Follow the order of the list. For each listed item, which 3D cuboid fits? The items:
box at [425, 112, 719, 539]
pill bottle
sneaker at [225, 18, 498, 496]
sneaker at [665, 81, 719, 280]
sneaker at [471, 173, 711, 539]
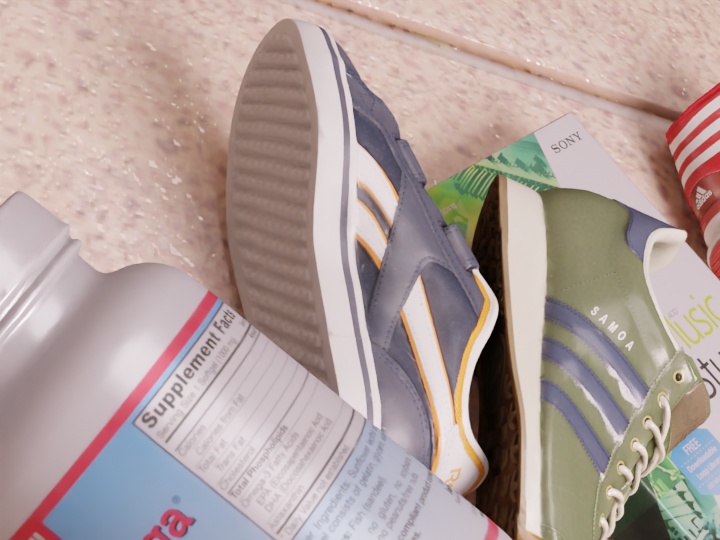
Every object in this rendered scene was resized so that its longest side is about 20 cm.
[{"bbox_3d":[0.110,0.032,0.950,0.200,0.036,0.144,48,38,9],"label":"box"},{"bbox_3d":[-0.056,0.070,0.708,0.200,0.109,0.109,39,37,-4],"label":"pill bottle"},{"bbox_3d":[0.000,0.000,0.851,0.079,0.078,0.201,9,59,-29],"label":"sneaker"},{"bbox_3d":[0.235,-0.051,1.109,0.199,0.078,0.116,7,51,-39],"label":"sneaker"},{"bbox_3d":[0.091,0.055,0.845,0.089,0.067,0.201,7,59,-10],"label":"sneaker"}]
